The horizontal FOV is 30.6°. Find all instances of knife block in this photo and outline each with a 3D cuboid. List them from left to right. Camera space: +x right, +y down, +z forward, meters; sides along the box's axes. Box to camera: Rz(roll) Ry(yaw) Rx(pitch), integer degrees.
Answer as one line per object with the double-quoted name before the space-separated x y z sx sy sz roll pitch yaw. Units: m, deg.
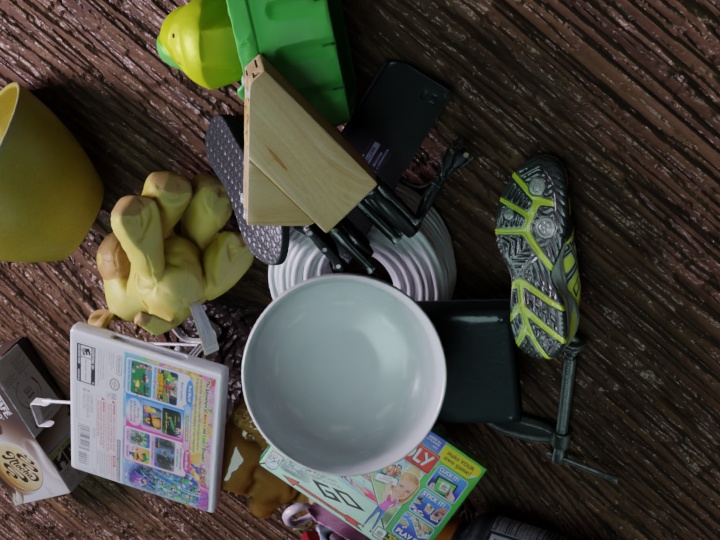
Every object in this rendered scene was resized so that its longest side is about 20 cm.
"knife block" -0.023 -0.097 1.233 0.175 0.064 0.201 -1 113 -9

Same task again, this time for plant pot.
"plant pot" -0.372 -0.088 1.469 0.142 0.200 0.200 30 132 -27

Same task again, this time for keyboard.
"keyboard" 0.030 -0.098 1.303 0.127 0.021 0.200 33 98 11

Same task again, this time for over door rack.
"over door rack" -0.284 0.110 1.551 0.200 0.148 0.067 -11 114 30

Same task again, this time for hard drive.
"hard drive" 0.065 0.097 1.370 0.199 0.033 0.140 -1 120 14

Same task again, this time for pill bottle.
"pill bottle" 0.179 0.340 1.496 0.199 0.106 0.107 15 124 17

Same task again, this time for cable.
"cable" 0.000 0.000 1.387 0.199 0.069 0.201 9 122 10

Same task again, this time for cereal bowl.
"cereal bowl" -0.018 0.098 1.300 0.199 0.083 0.201 0 95 -5

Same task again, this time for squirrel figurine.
"squirrel figurine" -0.075 0.222 1.530 0.186 0.142 0.200 30 130 -2

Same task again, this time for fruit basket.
"fruit basket" -0.115 -0.223 1.285 0.215 0.156 0.216 2 117 4

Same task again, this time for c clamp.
"c clamp" 0.199 0.126 1.412 0.170 0.027 0.201 11 124 25

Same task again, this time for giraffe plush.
"giraffe plush" -0.226 -0.001 1.456 0.162 0.172 0.201 -10 83 51

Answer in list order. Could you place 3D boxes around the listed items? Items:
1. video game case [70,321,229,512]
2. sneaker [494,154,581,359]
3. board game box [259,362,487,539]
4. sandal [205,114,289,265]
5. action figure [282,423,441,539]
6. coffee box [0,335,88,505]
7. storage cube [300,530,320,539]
"video game case" -0.237 0.165 1.459 0.182 0.024 0.200 15 123 12
"sneaker" 0.181 -0.016 1.308 0.075 0.076 0.201 4 102 26
"board game box" 0.013 0.201 1.376 0.200 0.029 0.135 34 100 -6
"sandal" -0.104 -0.089 1.361 0.075 0.048 0.201 -60 44 38
"action figure" 0.028 0.231 1.478 0.149 0.200 0.134 22 169 18
"coffee box" -0.447 0.199 1.724 0.113 0.080 0.200 -16 111 33
"storage cube" 0.005 0.432 1.549 0.170 0.180 0.200 4 129 -19
